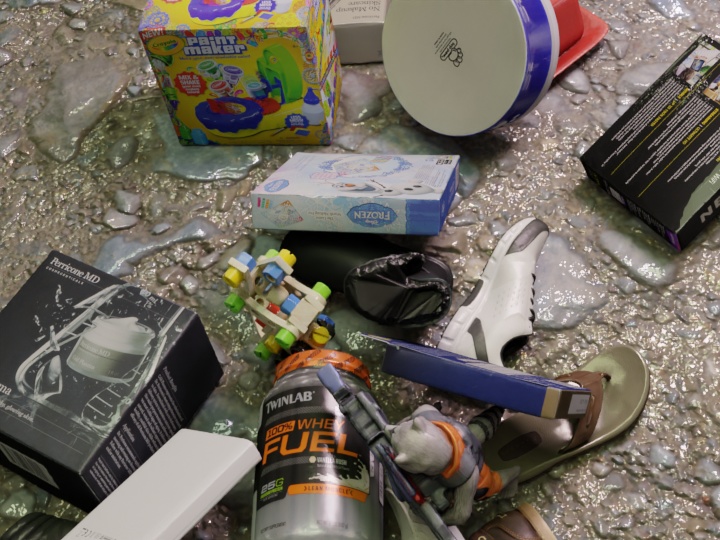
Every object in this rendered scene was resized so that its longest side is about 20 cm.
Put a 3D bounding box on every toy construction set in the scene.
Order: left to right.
[{"bbox_3d":[-0.090,0.039,1.103,0.131,0.200,0.092,40,82,-6],"label":"toy construction set"}]

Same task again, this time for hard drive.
[{"bbox_3d":[-0.195,0.220,0.971,0.131,0.026,0.200,-3,32,51],"label":"hard drive"}]

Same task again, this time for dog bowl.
[{"bbox_3d":[0.124,-0.259,1.255,0.199,0.202,0.079,29,32,27],"label":"dog bowl"}]

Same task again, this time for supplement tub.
[{"bbox_3d":[-0.038,0.183,1.011,0.121,0.123,0.202,-5,53,6],"label":"supplement tub"}]

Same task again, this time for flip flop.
[{"bbox_3d":[0.197,0.136,1.047,0.199,0.058,0.081,-28,54,-11],"label":"flip flop"}]

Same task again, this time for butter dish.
[{"bbox_3d":[0.178,-0.331,1.337,0.199,0.148,0.200,-38,57,-18],"label":"butter dish"}]

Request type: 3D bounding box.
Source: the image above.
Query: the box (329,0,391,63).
[{"bbox_3d":[0.004,-0.369,1.443,0.081,0.069,0.202,-3,53,7],"label":"box"}]

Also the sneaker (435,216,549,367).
[{"bbox_3d":[0.154,0.035,1.127,0.079,0.074,0.201,24,69,20],"label":"sneaker"}]

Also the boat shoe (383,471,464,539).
[{"bbox_3d":[0.062,0.265,0.971,0.069,0.071,0.201,-27,60,-12],"label":"boat shoe"}]

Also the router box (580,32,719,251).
[{"bbox_3d":[0.364,-0.143,1.192,0.200,0.051,0.149,-45,57,1],"label":"router box"}]

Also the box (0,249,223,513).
[{"bbox_3d":[-0.281,0.116,1.102,0.198,0.125,0.197,20,58,22],"label":"box"}]

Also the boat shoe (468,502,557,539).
[{"bbox_3d":[0.166,0.293,0.930,0.070,0.071,0.200,-23,45,-17],"label":"boat shoe"}]

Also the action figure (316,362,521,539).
[{"bbox_3d":[0.060,0.138,0.946,0.104,0.193,0.200,-42,75,10],"label":"action figure"}]

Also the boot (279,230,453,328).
[{"bbox_3d":[0.000,0.000,1.099,0.198,0.168,0.077,15,96,7],"label":"boot"}]

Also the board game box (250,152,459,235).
[{"bbox_3d":[0.001,-0.088,1.188,0.197,0.044,0.200,3,19,11],"label":"board game box"}]

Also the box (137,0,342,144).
[{"bbox_3d":[-0.137,-0.260,1.308,0.198,0.193,0.123,1,54,10],"label":"box"}]

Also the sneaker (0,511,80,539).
[{"bbox_3d":[-0.319,0.311,1.000,0.098,0.071,0.201,18,53,23],"label":"sneaker"}]

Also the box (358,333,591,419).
[{"bbox_3d":[0.103,0.098,1.002,0.198,0.121,0.033,15,90,26],"label":"box"}]
